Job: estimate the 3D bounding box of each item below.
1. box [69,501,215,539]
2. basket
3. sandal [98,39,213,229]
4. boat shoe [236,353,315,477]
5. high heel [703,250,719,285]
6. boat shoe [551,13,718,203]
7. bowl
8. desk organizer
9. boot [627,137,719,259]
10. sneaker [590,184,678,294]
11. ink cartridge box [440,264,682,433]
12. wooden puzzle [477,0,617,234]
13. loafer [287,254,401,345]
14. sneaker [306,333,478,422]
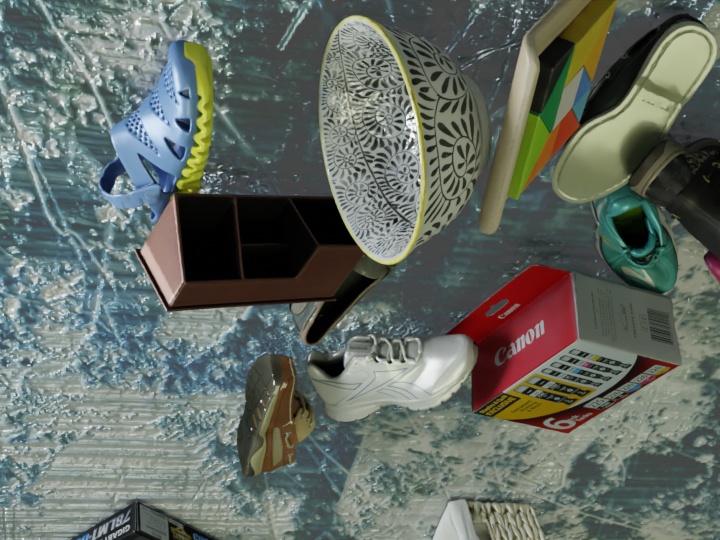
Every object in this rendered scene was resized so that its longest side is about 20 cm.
[{"bbox_3d":[-0.288,0.391,1.547,0.200,0.050,0.198,-32,132,21],"label":"box"},{"bbox_3d":[0.166,0.411,1.597,0.123,0.136,0.200,0,136,-17],"label":"basket"},{"bbox_3d":[-0.174,-0.111,1.031,0.087,0.080,0.200,9,132,-14],"label":"sandal"},{"bbox_3d":[-0.090,0.159,1.334,0.074,0.076,0.200,-2,144,-17],"label":"boat shoe"},{"bbox_3d":[0.450,-0.007,1.258,0.200,0.068,0.096,17,140,-33],"label":"high heel"},{"bbox_3d":[0.240,-0.149,1.079,0.074,0.066,0.200,23,123,-13],"label":"boat shoe"},{"bbox_3d":[0.046,-0.113,0.991,0.094,0.201,0.201,-12,139,-22],"label":"bowl"},{"bbox_3d":[-0.093,-0.019,1.090,0.200,0.072,0.077,-2,140,-44],"label":"desk organizer"},{"bbox_3d":[0.340,-0.052,1.092,0.073,0.151,0.200,-54,155,20],"label":"boot"},{"bbox_3d":[0.272,-0.031,1.196,0.077,0.080,0.200,-24,137,14],"label":"sneaker"},{"bbox_3d":[0.203,0.087,1.270,0.175,0.084,0.200,14,146,-23],"label":"ink cartridge box"},{"bbox_3d":[0.159,-0.148,0.978,0.037,0.200,0.185,23,137,14],"label":"wooden puzzle"},{"bbox_3d":[0.000,0.000,1.186,0.072,0.063,0.200,22,128,-30],"label":"loafer"},{"bbox_3d":[0.030,0.105,1.282,0.199,0.075,0.087,-19,129,24],"label":"sneaker"}]
